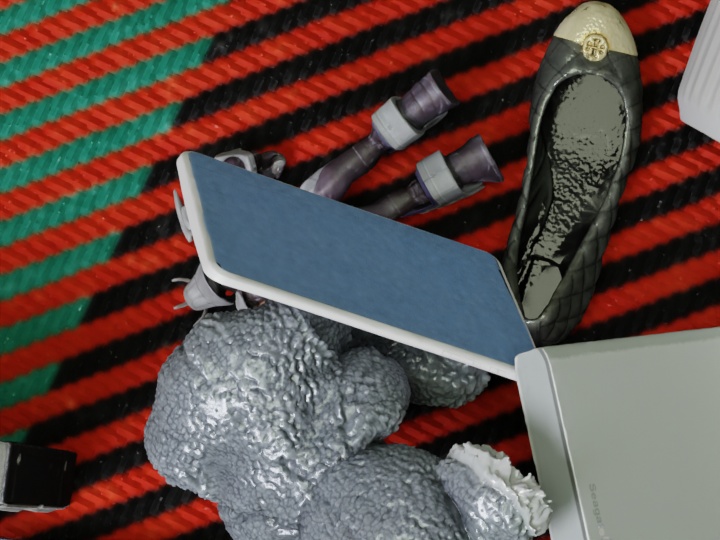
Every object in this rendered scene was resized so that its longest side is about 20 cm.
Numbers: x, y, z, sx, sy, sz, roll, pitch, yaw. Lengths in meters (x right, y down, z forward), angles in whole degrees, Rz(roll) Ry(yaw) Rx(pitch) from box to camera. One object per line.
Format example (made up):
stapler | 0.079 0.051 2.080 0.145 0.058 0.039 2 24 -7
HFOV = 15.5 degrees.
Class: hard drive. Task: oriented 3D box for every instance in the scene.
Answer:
hard drive | -0.237 0.104 1.420 0.139 0.200 0.038 7 86 3
hard drive | 0.169 0.100 1.414 0.026 0.199 0.133 -19 80 43

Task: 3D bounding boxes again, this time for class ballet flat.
ballet flat | 0.122 -0.055 1.488 0.066 0.057 0.201 10 84 3

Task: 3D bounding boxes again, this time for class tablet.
tablet | 0.000 0.000 1.393 0.199 0.130 0.014 18 116 -22

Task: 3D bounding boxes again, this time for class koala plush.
koala plush | -0.001 0.119 1.372 0.177 0.184 0.200 -47 55 11

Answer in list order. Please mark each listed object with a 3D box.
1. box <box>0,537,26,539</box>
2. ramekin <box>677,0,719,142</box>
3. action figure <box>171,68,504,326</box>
box | -0.173 0.222 1.483 0.199 0.038 0.138 6 84 4
ramekin | 0.262 -0.084 1.420 0.202 0.202 0.095 31 97 6
action figure | -0.020 -0.028 1.492 0.199 0.069 0.131 -32 89 3
